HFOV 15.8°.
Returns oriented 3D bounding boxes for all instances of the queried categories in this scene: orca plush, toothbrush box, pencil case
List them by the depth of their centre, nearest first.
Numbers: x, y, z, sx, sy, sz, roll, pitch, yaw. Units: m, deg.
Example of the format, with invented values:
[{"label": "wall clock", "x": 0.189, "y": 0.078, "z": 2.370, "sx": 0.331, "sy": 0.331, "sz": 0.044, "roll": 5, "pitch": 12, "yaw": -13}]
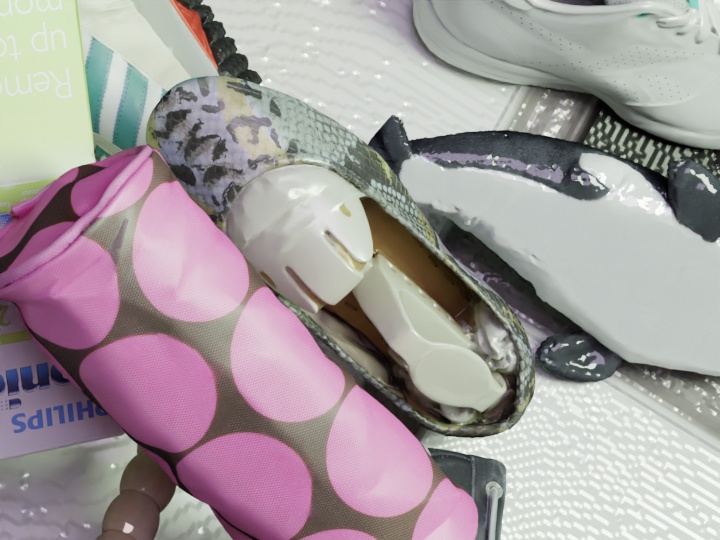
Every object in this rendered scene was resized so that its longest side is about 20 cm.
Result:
[{"label": "pencil case", "x": -0.050, "y": 0.043, "z": 0.919, "sx": 0.091, "sy": 0.094, "sz": 0.200, "roll": -39, "pitch": 114, "yaw": 1}, {"label": "toothbrush box", "x": -0.176, "y": -0.029, "z": 0.939, "sx": 0.145, "sy": 0.086, "sz": 0.200, "roll": -9, "pitch": 100, "yaw": -28}, {"label": "orca plush", "x": 0.085, "y": -0.016, "z": 1.086, "sx": 0.200, "sy": 0.071, "sz": 0.105, "roll": 11, "pitch": 113, "yaw": -8}]

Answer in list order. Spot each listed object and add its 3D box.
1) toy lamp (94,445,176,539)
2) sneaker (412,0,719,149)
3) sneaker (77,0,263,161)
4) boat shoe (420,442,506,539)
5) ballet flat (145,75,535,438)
[{"label": "toy lamp", "x": -0.084, "y": 0.091, "z": 0.970, "sx": 0.058, "sy": 0.058, "sz": 0.200, "roll": 28, "pitch": 54, "yaw": -5}, {"label": "sneaker", "x": 0.128, "y": -0.107, "z": 1.103, "sx": 0.200, "sy": 0.088, "sz": 0.075, "roll": 9, "pitch": 67, "yaw": -13}, {"label": "sneaker", "x": -0.094, "y": -0.066, "z": 1.046, "sx": 0.093, "sy": 0.070, "sz": 0.200, "roll": -34, "pitch": 98, "yaw": 9}, {"label": "boat shoe", "x": 0.031, "y": 0.163, "z": 0.992, "sx": 0.068, "sy": 0.072, "sz": 0.200, "roll": 8, "pitch": 62, "yaw": -12}, {"label": "ballet flat", "x": 0.000, "y": 0.000, "z": 0.995, "sx": 0.200, "sy": 0.072, "sz": 0.072, "roll": 41, "pitch": 62, "yaw": -29}]
